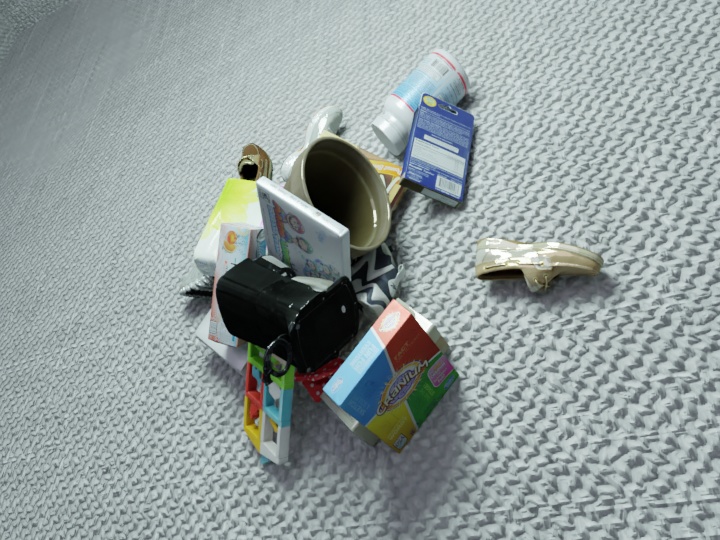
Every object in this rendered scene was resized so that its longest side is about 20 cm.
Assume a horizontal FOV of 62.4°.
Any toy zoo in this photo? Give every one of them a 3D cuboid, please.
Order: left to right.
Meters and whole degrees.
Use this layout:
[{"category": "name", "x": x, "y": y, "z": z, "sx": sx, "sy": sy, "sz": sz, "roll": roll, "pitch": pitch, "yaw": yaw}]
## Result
[{"category": "toy zoo", "x": -0.152, "y": 0.220, "z": 0.973, "sx": 0.130, "sy": 0.020, "sz": 0.208, "roll": 22, "pitch": 110, "yaw": 51}]

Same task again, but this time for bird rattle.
[{"category": "bird rattle", "x": -0.083, "y": 0.108, "z": 1.006, "sx": 0.197, "sy": 0.113, "sz": 0.165, "roll": 20, "pitch": 67, "yaw": 46}]

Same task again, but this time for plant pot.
[{"category": "plant pot", "x": -0.072, "y": -0.098, "z": 1.031, "sx": 0.171, "sy": 0.197, "sz": 0.206, "roll": -27, "pitch": 45, "yaw": 41}]

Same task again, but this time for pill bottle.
[{"category": "pill bottle", "x": 0.117, "y": -0.331, "z": 1.187, "sx": 0.200, "sy": 0.109, "sz": 0.109, "roll": -44, "pitch": 47, "yaw": -2}]

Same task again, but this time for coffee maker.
[{"category": "coffee maker", "x": -0.130, "y": 0.062, "z": 0.896, "sx": 0.196, "sy": 0.189, "sz": 0.140, "roll": 15, "pitch": 106, "yaw": 39}]

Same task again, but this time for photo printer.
[{"category": "photo printer", "x": -0.203, "y": 0.084, "z": 1.134, "sx": 0.164, "sy": 0.070, "sz": 0.203, "roll": 28, "pitch": 77, "yaw": 34}]

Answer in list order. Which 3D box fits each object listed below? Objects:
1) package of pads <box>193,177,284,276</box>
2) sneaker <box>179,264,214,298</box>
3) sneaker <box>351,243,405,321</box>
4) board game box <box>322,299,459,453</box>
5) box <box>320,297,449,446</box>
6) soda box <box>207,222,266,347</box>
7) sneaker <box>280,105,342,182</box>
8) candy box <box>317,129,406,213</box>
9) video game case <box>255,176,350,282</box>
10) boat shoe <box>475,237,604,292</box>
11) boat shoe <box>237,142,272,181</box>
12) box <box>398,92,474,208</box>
[{"category": "package of pads", "x": -0.219, "y": -0.079, "z": 1.142, "sx": 0.149, "sy": 0.069, "sz": 0.205, "roll": 8, "pitch": 59, "yaw": 13}, {"category": "sneaker", "x": -0.314, "y": -0.001, "z": 1.235, "sx": 0.197, "sy": 0.074, "sz": 0.084, "roll": -29, "pitch": 64, "yaw": 38}, {"category": "sneaker", "x": 0.000, "y": 0.000, "z": 1.067, "sx": 0.196, "sy": 0.080, "sz": 0.130, "roll": 18, "pitch": 60, "yaw": 49}, {"category": "board game box", "x": 0.051, "y": 0.157, "z": 0.842, "sx": 0.154, "sy": 0.200, "sz": 0.040, "roll": -50, "pitch": 48, "yaw": -8}, {"category": "box", "x": 0.039, "y": 0.158, "z": 0.931, "sx": 0.201, "sy": 0.078, "sz": 0.094, "roll": -50, "pitch": 47, "yaw": -6}, {"category": "soda box", "x": -0.211, "y": 0.023, "z": 1.031, "sx": 0.062, "sy": 0.068, "sz": 0.208, "roll": 12, "pitch": 99, "yaw": 18}, {"category": "sneaker", "x": -0.086, "y": -0.263, "z": 1.304, "sx": 0.091, "sy": 0.075, "sz": 0.203, "roll": 30, "pitch": 86, "yaw": 34}, {"category": "candy box", "x": -0.016, "y": -0.174, "z": 1.142, "sx": 0.196, "sy": 0.056, "sz": 0.117, "roll": 28, "pitch": 69, "yaw": 12}, {"category": "video game case", "x": -0.087, "y": -0.029, "z": 0.947, "sx": 0.180, "sy": 0.204, "sz": 0.024, "roll": 33, "pitch": 56, "yaw": 26}, {"category": "boat shoe", "x": 0.266, "y": -0.002, "z": 0.906, "sx": 0.195, "sy": 0.073, "sz": 0.072, "roll": 6, "pitch": 75, "yaw": 36}, {"category": "boat shoe", "x": -0.247, "y": -0.232, "z": 1.375, "sx": 0.074, "sy": 0.074, "sz": 0.204, "roll": -29, "pitch": 49, "yaw": 11}, {"category": "box", "x": 0.145, "y": -0.225, "z": 1.101, "sx": 0.032, "sy": 0.118, "sz": 0.206, "roll": 131, "pitch": 156, "yaw": -62}]
